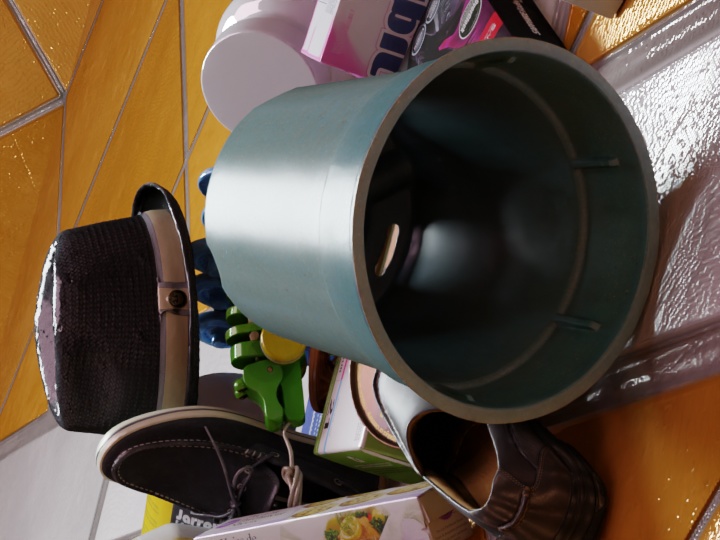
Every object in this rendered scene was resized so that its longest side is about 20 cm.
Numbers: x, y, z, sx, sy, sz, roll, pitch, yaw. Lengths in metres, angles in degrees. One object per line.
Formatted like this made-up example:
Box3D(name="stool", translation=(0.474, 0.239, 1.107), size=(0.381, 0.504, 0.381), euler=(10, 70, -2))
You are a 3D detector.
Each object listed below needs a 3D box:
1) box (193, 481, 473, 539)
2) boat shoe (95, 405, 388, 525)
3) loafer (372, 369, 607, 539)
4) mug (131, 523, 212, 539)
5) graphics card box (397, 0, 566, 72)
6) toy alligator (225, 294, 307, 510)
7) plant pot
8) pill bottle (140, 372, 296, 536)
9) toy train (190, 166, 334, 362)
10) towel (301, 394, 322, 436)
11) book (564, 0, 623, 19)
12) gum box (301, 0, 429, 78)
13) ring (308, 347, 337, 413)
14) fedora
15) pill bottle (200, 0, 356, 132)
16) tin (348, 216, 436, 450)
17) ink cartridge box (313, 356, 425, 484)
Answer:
Box3D(name="box", translation=(-0.019, 0.164, 1.605), size=(0.200, 0.041, 0.039), euler=(-15, 94, 43))
Box3D(name="boat shoe", translation=(-0.075, 0.139, 1.702), size=(0.062, 0.199, 0.075), euler=(-98, 26, -49))
Box3D(name="loafer", translation=(0.055, 0.088, 1.425), size=(0.200, 0.072, 0.073), euler=(36, 102, 54))
Box3D(name="mug", translation=(-0.084, 0.231, 1.723), size=(0.187, 0.153, 0.150), euler=(132, 151, -57))
Box3D(name="graphics card box", translation=(0.077, -0.120, 1.708), size=(0.200, 0.051, 0.126), euler=(-110, 40, -62))
Box3D(name="toy alligator", translation=(-0.062, 0.060, 1.686), size=(0.059, 0.054, 0.201), euler=(93, 179, -68))
Box3D(name="plant pot", translation=(0.026, -0.027, 1.425), size=(0.196, 0.200, 0.201), euler=(7, 80, 56))
Box3D(name="pill bottle", translation=(-0.099, 0.180, 1.848), size=(0.112, 0.112, 0.201), euler=(-112, 30, -67))
Box3D(name="toy train", translation=(-0.060, -0.005, 1.822), size=(0.200, 0.114, 0.087), euler=(93, -176, -61))
Box3D(name="towel", translation=(0.003, 0.075, 1.845), size=(0.200, 0.024, 0.145), euler=(132, 153, -55))
Box3D(name="book", translation=(0.095, -0.244, 1.636), size=(0.200, 0.133, 0.048), euler=(-93, 26, -51))
Box3D(name="gum box", translation=(0.043, -0.217, 1.827), size=(0.066, 0.113, 0.201), euler=(-140, 68, -73))
Box3D(name="ring", translation=(0.000, 0.000, 1.754), size=(0.200, 0.019, 0.201), euler=(12, -90, -82))
Box3D(name="fedora", translation=(-0.171, 0.041, 1.767), size=(0.201, 0.091, 0.201), euler=(180, 90, -73))
Box3D(name="pill bottle", translation=(-0.043, -0.183, 1.989), size=(0.116, 0.116, 0.200), euler=(-62, -2, 35))
Box3D(name="tin", translation=(0.058, 0.012, 1.535), size=(0.112, 0.042, 0.201), euler=(11, 82, 38))
Box3D(name="ink cartridge box", translation=(0.049, 0.048, 1.594), size=(0.200, 0.076, 0.148), euler=(158, 127, -73))
